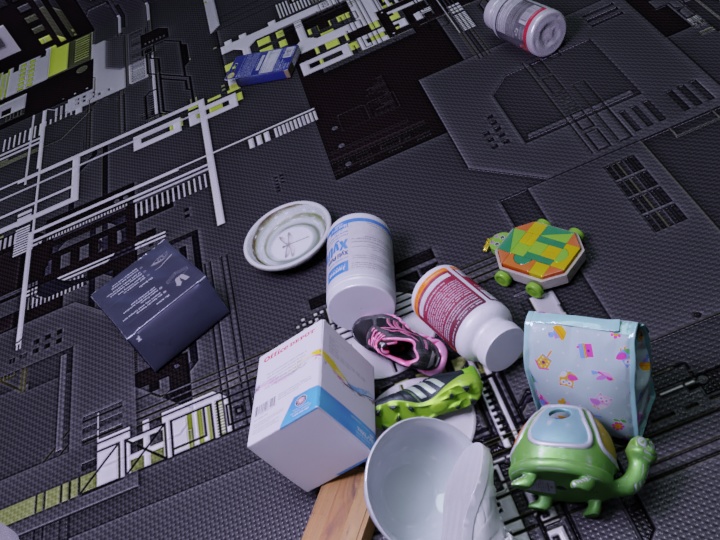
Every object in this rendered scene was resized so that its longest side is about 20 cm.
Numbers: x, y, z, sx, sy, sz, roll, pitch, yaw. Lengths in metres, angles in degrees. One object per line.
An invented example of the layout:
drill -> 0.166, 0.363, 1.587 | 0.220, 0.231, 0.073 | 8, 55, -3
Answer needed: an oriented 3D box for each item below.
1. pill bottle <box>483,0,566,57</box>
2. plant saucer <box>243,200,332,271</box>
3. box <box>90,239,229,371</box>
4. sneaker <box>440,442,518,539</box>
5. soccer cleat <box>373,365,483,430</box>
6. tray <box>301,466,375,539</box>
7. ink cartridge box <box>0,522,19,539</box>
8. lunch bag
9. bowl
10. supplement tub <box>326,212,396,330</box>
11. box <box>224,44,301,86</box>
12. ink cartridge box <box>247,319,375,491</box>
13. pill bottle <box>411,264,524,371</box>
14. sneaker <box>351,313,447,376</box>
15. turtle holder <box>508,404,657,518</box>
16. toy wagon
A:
pill bottle -> 0.384, -0.589, 2.017 | 0.111, 0.111, 0.200 | -35, 43, -10
plant saucer -> -0.148, -0.063, 1.800 | 0.200, 0.050, 0.200 | -14, 44, 14
box -> -0.414, 0.069, 1.749 | 0.197, 0.118, 0.200 | -40, 43, -15
sneaker -> 0.178, 0.353, 1.189 | 0.074, 0.115, 0.200 | -30, 38, 53
soccer cleat -> 0.107, 0.212, 1.405 | 0.199, 0.068, 0.081 | -19, 21, 12
tray -> -0.032, 0.396, 1.302 | 0.098, 0.037, 0.200 | 1, 48, 27
ink cartridge box -> -0.676, 0.537, 1.439 | 0.200, 0.083, 0.147 | -38, 43, -12
lunch bag -> 0.337, 0.139, 1.249 | 0.170, 0.200, 0.122 | 6, 43, 32
bowl -> 0.084, 0.324, 1.247 | 0.200, 0.090, 0.202 | 9, 65, -19
supplement tub -> 0.000, 0.000, 1.607 | 0.132, 0.132, 0.200 | -15, 42, 12
box -> -0.273, -0.571, 2.375 | 0.199, 0.032, 0.121 | -3, 47, 21
ink cartridge box -> -0.074, 0.216, 1.375 | 0.147, 0.146, 0.200 | -32, 31, 23
pill bottle -> 0.184, 0.082, 1.449 | 0.113, 0.113, 0.200 | -36, 43, -11
sneaker -> 0.052, 0.124, 1.474 | 0.200, 0.095, 0.079 | 18, 98, 39
turtle holder -> 0.301, 0.258, 1.185 | 0.185, 0.141, 0.132 | -19, 46, 42
toy wagon -> 0.308, -0.033, 1.557 | 0.200, 0.040, 0.155 | 22, 60, 39
